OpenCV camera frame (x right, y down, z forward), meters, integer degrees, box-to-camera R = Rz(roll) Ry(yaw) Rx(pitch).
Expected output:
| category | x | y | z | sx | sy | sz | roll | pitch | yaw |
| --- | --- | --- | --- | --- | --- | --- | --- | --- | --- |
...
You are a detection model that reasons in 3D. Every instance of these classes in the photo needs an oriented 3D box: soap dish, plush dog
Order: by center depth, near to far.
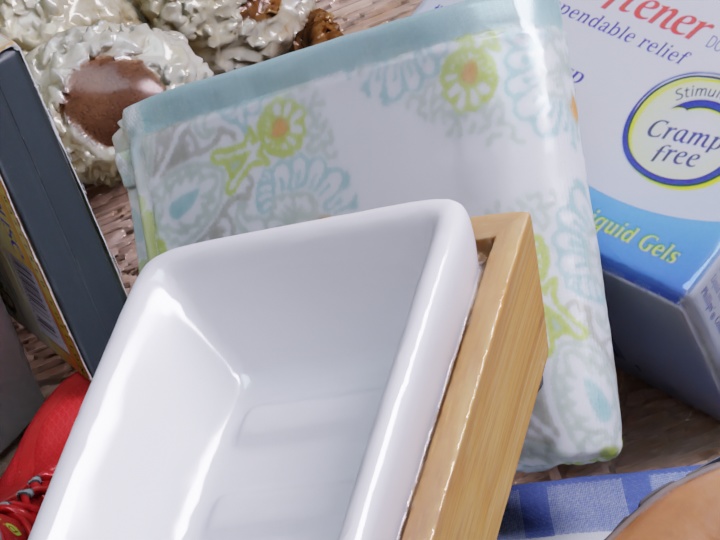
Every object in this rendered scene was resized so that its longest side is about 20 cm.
| category | x | y | z | sx | sy | sz | roll | pitch | yaw |
| --- | --- | --- | --- | --- | --- | --- | --- | --- | --- |
| soap dish | -0.025 | 0.077 | 0.909 | 0.157 | 0.081 | 0.201 | -10 | 45 | 33 |
| plush dog | -0.096 | -0.110 | 1.198 | 0.171 | 0.161 | 0.201 | -21 | 65 | -25 |

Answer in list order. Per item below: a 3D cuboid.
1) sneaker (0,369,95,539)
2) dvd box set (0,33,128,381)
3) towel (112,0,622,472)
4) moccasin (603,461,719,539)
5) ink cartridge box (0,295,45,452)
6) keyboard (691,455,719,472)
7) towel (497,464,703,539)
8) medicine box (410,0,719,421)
| category | x | y | z | sx | sy | sz | roll | pitch | yaw |
| --- | --- | --- | --- | --- | --- | --- | --- | --- | --- |
| sneaker | -0.123 | 0.109 | 1.019 | 0.077 | 0.085 | 0.201 | 5 | 51 | 20 |
| dvd box set | -0.165 | -0.052 | 1.107 | 0.029 | 0.147 | 0.200 | -32 | 33 | -18 |
| towel | 0.000 | 0.000 | 1.019 | 0.199 | 0.048 | 0.172 | -14 | 82 | 34 |
| moccasin | 0.092 | 0.119 | 0.834 | 0.078 | 0.074 | 0.201 | 26 | 37 | 35 |
| ink cartridge box | -0.224 | -0.010 | 1.081 | 0.145 | 0.201 | 0.087 | 26 | 57 | 35 |
| keyboard | 0.207 | 0.117 | 0.926 | 0.127 | 0.021 | 0.200 | -23 | 51 | -36 |
| towel | 0.079 | 0.128 | 0.929 | 0.146 | 0.024 | 0.200 | -6 | 26 | 0 |
| medicine box | 0.123 | -0.071 | 1.076 | 0.182 | 0.103 | 0.200 | 27 | 72 | 35 |
